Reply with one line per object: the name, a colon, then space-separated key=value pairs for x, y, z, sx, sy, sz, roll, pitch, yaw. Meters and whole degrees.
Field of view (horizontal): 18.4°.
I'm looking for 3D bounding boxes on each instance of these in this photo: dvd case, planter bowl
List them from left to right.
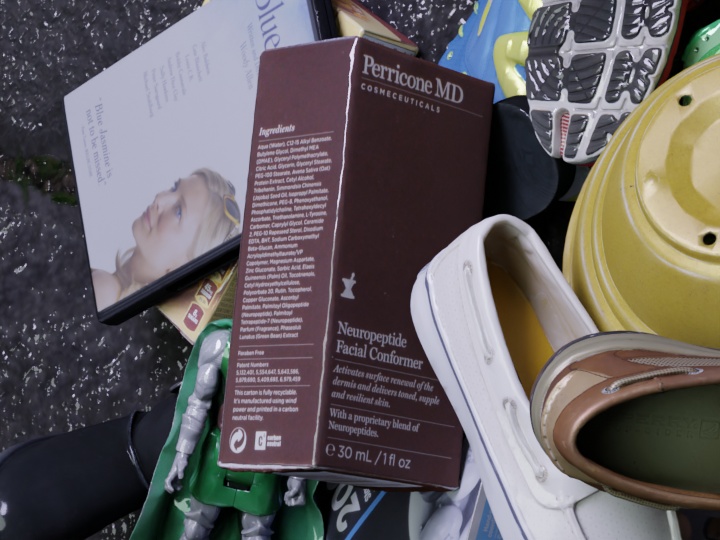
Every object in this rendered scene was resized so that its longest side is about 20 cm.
dvd case: x=-0.084 y=-0.071 z=1.207 sx=0.199 sy=0.017 sz=0.144 roll=-27 pitch=64 yaw=35
planter bowl: x=0.168 y=-0.029 z=0.922 sx=0.199 sy=0.083 sz=0.202 roll=-10 pitch=62 yaw=19

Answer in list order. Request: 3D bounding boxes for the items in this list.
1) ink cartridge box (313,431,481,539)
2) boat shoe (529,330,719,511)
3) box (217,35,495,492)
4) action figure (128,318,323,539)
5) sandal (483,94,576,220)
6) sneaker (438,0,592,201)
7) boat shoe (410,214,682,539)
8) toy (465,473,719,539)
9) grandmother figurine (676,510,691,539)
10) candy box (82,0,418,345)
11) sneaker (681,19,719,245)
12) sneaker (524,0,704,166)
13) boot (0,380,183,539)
ink cartridge box: x=0.029 y=0.138 z=1.094 sx=0.200 sy=0.043 sz=0.199 roll=-55 pitch=27 yaw=22
boat shoe: x=0.165 y=0.066 z=0.848 sx=0.198 sy=0.074 sz=0.076 roll=-1 pitch=101 yaw=1
box: x=0.000 y=0.000 z=1.049 sx=0.075 sy=0.100 sz=0.202 roll=-5 pitch=77 yaw=45
action figure: x=-0.060 y=0.096 z=1.112 sx=0.117 sy=0.055 sz=0.201 roll=10 pitch=112 yaw=-5
sandal: x=0.029 y=-0.031 z=1.134 sx=0.076 sy=0.048 sz=0.200 roll=58 pitch=141 yaw=4
sneaker: x=0.077 y=-0.132 z=1.132 sx=0.105 sy=0.076 sz=0.202 roll=-8 pitch=80 yaw=36
boat shoe: x=0.090 y=0.068 z=0.920 sx=0.201 sy=0.071 sz=0.070 roll=65 pitch=147 yaw=16
toy: x=0.131 y=0.161 z=0.977 sx=0.047 sy=0.199 sz=0.116 roll=22 pitch=99 yaw=57
grandmother figurine: x=0.161 y=0.066 z=0.962 sx=0.200 sy=0.061 sz=0.121 roll=35 pitch=79 yaw=36
candy box: x=-0.064 y=-0.070 z=1.241 sx=0.115 sy=0.055 sz=0.201 roll=40 pitch=109 yaw=35
sneaker: x=0.184 y=-0.071 z=1.049 sx=0.083 sy=0.074 sz=0.201 roll=36 pitch=96 yaw=32
sneaker: x=0.141 y=-0.137 z=1.070 sx=0.077 sy=0.085 sz=0.201 roll=8 pitch=74 yaw=35
boot: x=-0.091 y=0.089 z=1.180 sx=0.199 sy=0.165 sz=0.066 roll=-21 pitch=95 yaw=33
